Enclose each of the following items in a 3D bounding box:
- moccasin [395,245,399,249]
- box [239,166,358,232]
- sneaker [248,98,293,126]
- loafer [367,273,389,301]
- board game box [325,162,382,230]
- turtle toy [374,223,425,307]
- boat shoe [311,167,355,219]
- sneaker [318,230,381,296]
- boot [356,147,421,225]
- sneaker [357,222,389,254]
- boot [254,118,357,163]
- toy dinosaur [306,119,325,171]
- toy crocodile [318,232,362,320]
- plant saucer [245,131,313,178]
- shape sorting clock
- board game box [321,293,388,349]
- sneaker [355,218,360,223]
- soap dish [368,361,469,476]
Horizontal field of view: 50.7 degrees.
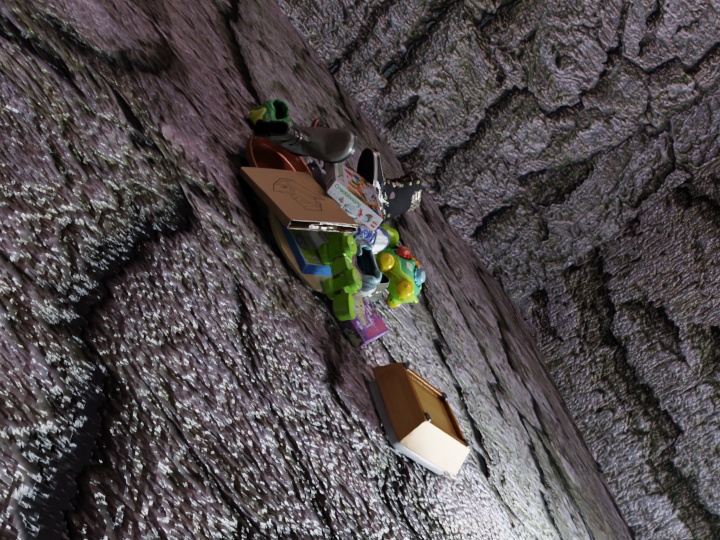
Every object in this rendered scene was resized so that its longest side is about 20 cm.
[{"bbox_3d":[0.080,-0.041,1.993,0.203,0.077,0.074,53,14,-6],"label":"moccasin"},{"bbox_3d":[-0.118,-0.134,1.430,0.161,0.022,0.200,1,34,-41],"label":"box"},{"bbox_3d":[-0.194,-0.356,1.807,0.075,0.083,0.200,54,13,5],"label":"sneaker"},{"bbox_3d":[0.000,0.000,1.647,0.199,0.069,0.076,35,23,-54],"label":"loafer"},{"bbox_3d":[-0.017,-0.166,1.572,0.125,0.035,0.201,38,17,-18],"label":"board game box"},{"bbox_3d":[0.081,-0.012,1.778,0.202,0.100,0.146,56,-17,4],"label":"turtle toy"},{"bbox_3d":[-0.059,-0.164,1.651,0.067,0.075,0.199,15,15,-29],"label":"boat shoe"},{"bbox_3d":[-0.014,-0.053,1.502,0.203,0.077,0.086,60,-28,2],"label":"sneaker"},{"bbox_3d":[0.071,-0.208,1.804,0.073,0.148,0.205,32,-45,49],"label":"boot"},{"bbox_3d":[-0.008,-0.065,1.620,0.196,0.078,0.087,3,6,-35],"label":"sneaker"},{"bbox_3d":[-0.114,-0.265,1.530,0.129,0.196,0.070,12,86,-55],"label":"boot"},{"bbox_3d":[-0.058,-0.210,1.718,0.180,0.104,0.203,32,-31,43],"label":"toy dinosaur"},{"bbox_3d":[-0.033,-0.004,1.422,0.062,0.066,0.204,45,30,-50],"label":"toy crocodile"},{"bbox_3d":[-0.164,-0.198,1.578,0.199,0.032,0.203,40,31,-29],"label":"plant saucer"},{"bbox_3d":[-0.114,-0.050,1.444,0.201,0.039,0.202,50,18,-23],"label":"shape sorting clock"},{"bbox_3d":[-0.007,0.088,1.513,0.122,0.032,0.200,60,14,5],"label":"board game box"},{"bbox_3d":[-0.029,-0.069,1.744,0.199,0.076,0.087,-4,68,-66],"label":"sneaker"},{"bbox_3d":[0.109,0.264,1.366,0.199,0.081,0.159,39,20,-43],"label":"soap dish"}]
